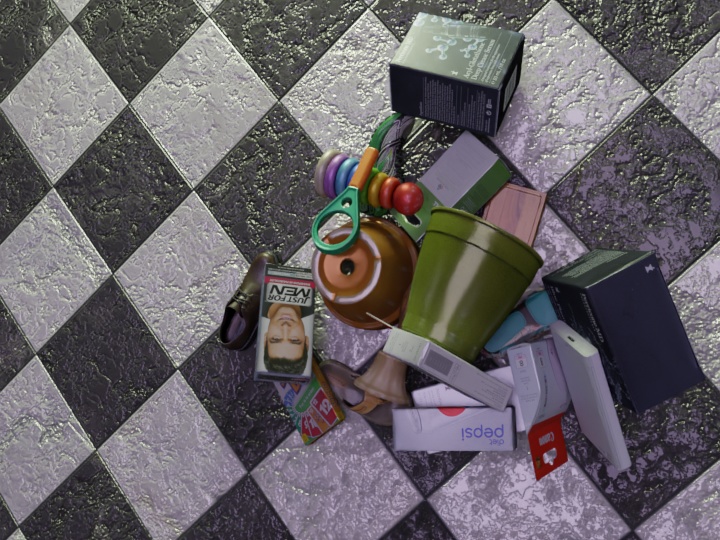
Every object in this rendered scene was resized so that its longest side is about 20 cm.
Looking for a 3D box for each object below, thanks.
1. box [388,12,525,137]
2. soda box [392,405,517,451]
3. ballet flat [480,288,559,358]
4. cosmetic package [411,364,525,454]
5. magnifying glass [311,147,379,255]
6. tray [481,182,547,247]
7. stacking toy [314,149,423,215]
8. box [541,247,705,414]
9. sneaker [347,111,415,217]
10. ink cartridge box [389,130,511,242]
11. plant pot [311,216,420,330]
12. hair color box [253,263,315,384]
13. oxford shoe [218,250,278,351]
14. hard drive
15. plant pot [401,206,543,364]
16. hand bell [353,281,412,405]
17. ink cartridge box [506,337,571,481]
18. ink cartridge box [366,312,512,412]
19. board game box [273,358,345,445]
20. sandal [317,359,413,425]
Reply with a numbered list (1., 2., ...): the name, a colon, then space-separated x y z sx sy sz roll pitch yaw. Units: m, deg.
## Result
1. box: 0.166 -0.340 1.266 0.196 0.108 0.150 17 58 17
2. soda box: 0.151 0.254 1.184 0.195 0.063 0.070 -4 81 17
3. ballet flat: 0.284 0.085 1.240 0.197 0.064 0.077 -26 73 2
4. cosmetic package: 0.199 0.233 1.247 0.196 0.081 0.115 -19 78 15
5. magnifying glass: -0.018 -0.116 1.206 0.078 0.023 0.203 15 66 23
6. tray: 0.250 -0.047 1.280 0.097 0.037 0.204 17 89 18
7. stacking toy: 0.020 -0.142 1.266 0.197 0.085 0.087 22 91 24
8. box: 0.387 0.081 1.106 0.115 0.200 0.200 -25 94 -3
9. sneaker: 0.055 -0.191 1.330 0.084 0.077 0.204 29 102 30
10. ink cartridge box: 0.156 -0.136 1.285 0.200 0.059 0.104 -46 47 8
11. plant pot: 0.000 0.000 1.276 0.195 0.183 0.206 -2 84 17
12. hair color box: -0.134 0.096 1.319 0.097 0.061 0.205 6 66 -11
13. oxford shoe: -0.210 0.057 1.388 0.071 0.084 0.204 20 89 19
14. hard drive: 0.354 0.190 1.135 0.026 0.132 0.204 -22 109 -3
15. plant pot: 0.161 0.034 1.163 0.197 0.200 0.196 24 83 17
16. hand bell: 0.067 0.113 1.248 0.102 0.104 0.204 19 89 17
17. ink cartridge box: 0.304 0.213 1.174 0.056 0.161 0.205 -21 78 32
18. ink cartridge box: 0.113 0.143 1.140 0.175 0.198 0.045 18 78 57
19. board game box: -0.111 0.209 1.356 0.095 0.030 0.203 -39 68 27
20. sandal: -0.001 0.221 1.323 0.197 0.054 0.082 23 92 18
